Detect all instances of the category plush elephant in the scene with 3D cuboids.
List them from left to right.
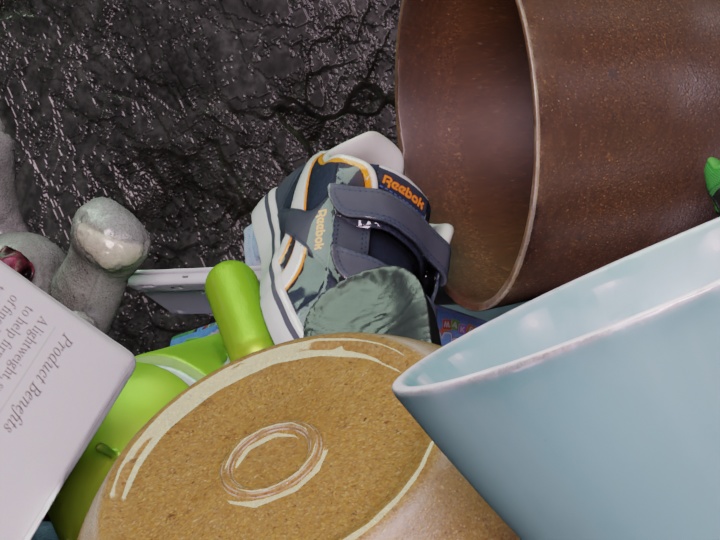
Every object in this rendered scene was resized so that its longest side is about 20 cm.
[{"bbox_3d":[-0.223,0.033,1.475,0.154,0.165,0.201,-23,-41,-37],"label":"plush elephant"}]

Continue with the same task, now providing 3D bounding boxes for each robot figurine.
[{"bbox_3d":[-0.067,0.090,1.342,0.200,0.116,0.176,-15,-42,-48],"label":"robot figurine"}]

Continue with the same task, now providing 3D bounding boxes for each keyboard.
[{"bbox_3d":[-0.028,0.009,1.465,0.199,0.011,0.056,-2,-17,30],"label":"keyboard"}]

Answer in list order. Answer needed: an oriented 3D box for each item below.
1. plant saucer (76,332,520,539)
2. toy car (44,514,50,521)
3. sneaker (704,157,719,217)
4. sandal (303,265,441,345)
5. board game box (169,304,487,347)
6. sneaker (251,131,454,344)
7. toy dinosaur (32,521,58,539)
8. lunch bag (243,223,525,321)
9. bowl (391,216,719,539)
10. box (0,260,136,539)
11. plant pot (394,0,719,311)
[{"bbox_3d":[-0.029,0.084,1.084,0.199,0.036,0.201,-18,34,12],"label":"plant saucer"},{"bbox_3d":[-0.239,0.148,1.586,0.157,0.165,0.200,-23,15,13],"label":"toy car"},{"bbox_3d":[0.229,-0.066,1.279,0.078,0.085,0.200,-20,17,47],"label":"sneaker"},{"bbox_3d":[0.010,0.060,1.164,0.075,0.048,0.201,-28,38,4],"label":"sandal"},{"bbox_3d":[0.005,0.055,1.522,0.151,0.037,0.200,18,-18,-27],"label":"board game box"},{"bbox_3d":[0.000,0.000,1.316,0.079,0.078,0.200,-42,31,16],"label":"sneaker"},{"bbox_3d":[-0.137,0.160,1.487,0.181,0.201,0.105,6,-31,-16],"label":"toy dinosaur"},{"bbox_3d":[0.051,-0.003,1.632,0.169,0.128,0.200,-21,-29,32],"label":"lunch bag"},{"bbox_3d":[0.121,0.044,0.907,0.200,0.105,0.201,-25,3,2],"label":"bowl"},{"bbox_3d":[-0.225,0.109,1.218,0.200,0.131,0.199,-43,14,49],"label":"box"},{"bbox_3d":[0.140,-0.082,1.359,0.199,0.188,0.187,-5,-3,-19],"label":"plant pot"}]
